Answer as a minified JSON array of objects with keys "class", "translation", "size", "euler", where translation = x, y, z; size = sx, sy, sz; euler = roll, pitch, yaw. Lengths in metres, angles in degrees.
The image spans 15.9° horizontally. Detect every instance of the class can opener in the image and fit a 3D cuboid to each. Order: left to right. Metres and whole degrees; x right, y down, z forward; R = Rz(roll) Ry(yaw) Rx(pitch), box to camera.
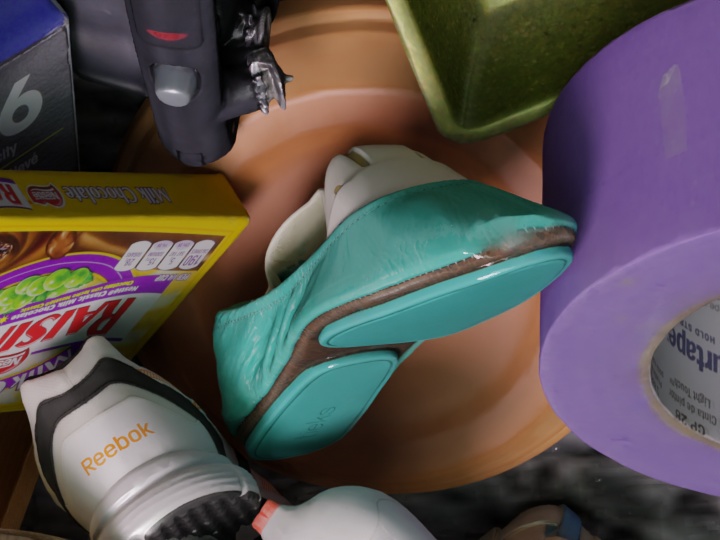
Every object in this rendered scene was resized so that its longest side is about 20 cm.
[{"class":"can opener","translation":[-0.059,-0.092,0.794],"size":[0.078,0.064,0.200],"euler":[-1,159,-4]}]

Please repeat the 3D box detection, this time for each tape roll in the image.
[{"class":"tape roll","translation":[0.155,-0.003,0.813],"size":[0.199,0.085,0.200],"euler":[3,150,2]}]

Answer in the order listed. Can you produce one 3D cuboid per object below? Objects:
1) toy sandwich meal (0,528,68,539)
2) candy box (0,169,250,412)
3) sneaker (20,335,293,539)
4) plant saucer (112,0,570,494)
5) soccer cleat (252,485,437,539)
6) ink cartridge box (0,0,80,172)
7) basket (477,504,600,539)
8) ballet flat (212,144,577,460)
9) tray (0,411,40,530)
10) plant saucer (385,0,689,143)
[{"class":"toy sandwich meal","translation":[-0.120,0.180,0.802],"size":[0.204,0.070,0.206],"euler":[0,105,0]},{"class":"candy box","translation":[-0.128,0.009,0.823],"size":[0.102,0.200,0.026],"euler":[-46,67,27]},{"class":"sneaker","translation":[-0.070,0.074,0.910],"size":[0.074,0.200,0.080],"euler":[-34,75,-9]},{"class":"plant saucer","translation":[0.005,-0.001,0.919],"size":[0.199,0.037,0.201],"euler":[2,118,4]},{"class":"soccer cleat","translation":[-0.023,0.167,0.861],"size":[0.077,0.069,0.201],"euler":[31,111,30]},{"class":"ink cartridge box","translation":[-0.176,-0.012,0.821],"size":[0.047,0.197,0.200],"euler":[41,150,27]},{"class":"basket","translation":[0.086,0.201,0.940],"size":[0.139,0.176,0.200],"euler":[-28,101,15]},{"class":"ballet flat","translation":[0.000,0.000,0.824],"size":[0.067,0.071,0.200],"euler":[-7,163,-28]},{"class":"tray","translation":[-0.172,0.092,0.904],"size":[0.098,0.201,0.037],"euler":[20,152,-5]},{"class":"plant saucer","translation":[0.081,-0.167,0.801],"size":[0.199,0.048,0.200],"euler":[-22,114,3]}]
